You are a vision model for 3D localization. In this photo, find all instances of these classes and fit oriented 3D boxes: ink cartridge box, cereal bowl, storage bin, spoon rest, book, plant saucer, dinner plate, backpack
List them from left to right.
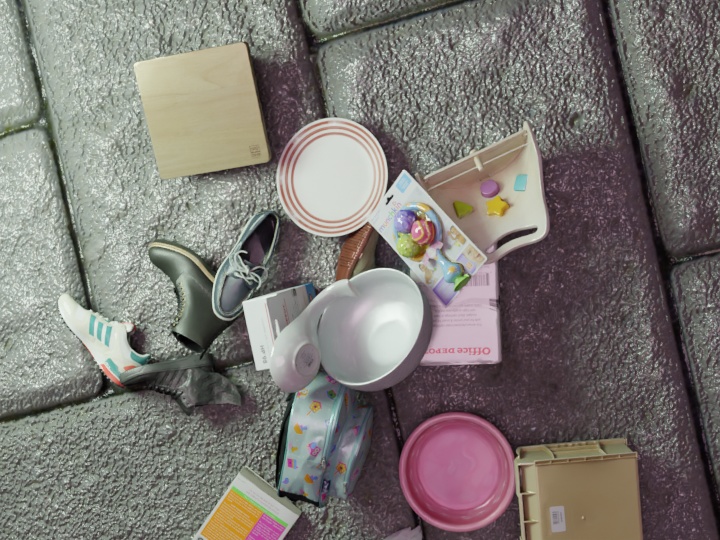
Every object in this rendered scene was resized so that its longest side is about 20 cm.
[{"bbox_3d":[-0.212,0.469,1.664,0.133,0.048,0.201,36,99,3],"label":"book"},{"bbox_3d":[-0.130,0.093,1.546,0.066,0.200,0.117,-12,91,20],"label":"ink cartridge box"},{"bbox_3d":[-0.077,0.101,1.476,0.201,0.060,0.100,-55,127,-25],"label":"spoon rest"},{"bbox_3d":[-0.058,0.265,1.540,0.151,0.176,0.202,7,116,12],"label":"backpack"},{"bbox_3d":[-0.047,-0.158,1.602,0.198,0.024,0.203,0,89,15],"label":"dinner plate"},{"bbox_3d":[0.032,0.103,1.506,0.198,0.083,0.202,-16,56,25],"label":"cereal bowl"},{"bbox_3d":[0.160,0.050,1.557,0.144,0.084,0.203,-1,94,10],"label":"ink cartridge box"},{"bbox_3d":[0.165,0.336,1.591,0.198,0.051,0.203,0,93,9],"label":"plant saucer"},{"bbox_3d":[0.353,0.390,1.528,0.196,0.094,0.203,-5,93,1],"label":"storage bin"}]

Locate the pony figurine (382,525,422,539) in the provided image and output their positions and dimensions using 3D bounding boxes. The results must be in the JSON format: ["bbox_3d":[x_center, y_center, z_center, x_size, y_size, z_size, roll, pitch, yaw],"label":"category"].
[{"bbox_3d":[0.030,0.541,1.588,0.191,0.167,0.202,-18,106,17],"label":"pony figurine"}]

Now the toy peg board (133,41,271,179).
[{"bbox_3d":[-0.259,-0.279,1.616,0.197,0.098,0.202,-8,108,10],"label":"toy peg board"}]

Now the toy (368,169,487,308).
[{"bbox_3d":[0.095,-0.047,1.485,0.200,0.047,0.115,47,122,15],"label":"toy"}]

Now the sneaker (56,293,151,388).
[{"bbox_3d":[-0.453,0.108,1.678,0.093,0.070,0.200,-38,86,-8],"label":"sneaker"}]

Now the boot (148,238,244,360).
[{"bbox_3d":[-0.307,0.046,1.603,0.199,0.078,0.139,32,56,7],"label":"boot"}]

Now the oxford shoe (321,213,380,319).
[{"bbox_3d":[0.000,0.000,1.601,0.073,0.071,0.202,22,94,-21],"label":"oxford shoe"}]

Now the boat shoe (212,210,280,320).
[{"bbox_3d":[-0.189,-0.010,1.590,0.074,0.062,0.201,33,74,-14],"label":"boat shoe"}]

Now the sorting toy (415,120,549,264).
[{"bbox_3d":[0.214,-0.105,1.493,0.198,0.107,0.182,-24,59,10],"label":"sorting toy"}]

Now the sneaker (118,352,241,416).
[{"bbox_3d":[-0.313,0.207,1.638,0.197,0.060,0.106,-12,82,-14],"label":"sneaker"}]
